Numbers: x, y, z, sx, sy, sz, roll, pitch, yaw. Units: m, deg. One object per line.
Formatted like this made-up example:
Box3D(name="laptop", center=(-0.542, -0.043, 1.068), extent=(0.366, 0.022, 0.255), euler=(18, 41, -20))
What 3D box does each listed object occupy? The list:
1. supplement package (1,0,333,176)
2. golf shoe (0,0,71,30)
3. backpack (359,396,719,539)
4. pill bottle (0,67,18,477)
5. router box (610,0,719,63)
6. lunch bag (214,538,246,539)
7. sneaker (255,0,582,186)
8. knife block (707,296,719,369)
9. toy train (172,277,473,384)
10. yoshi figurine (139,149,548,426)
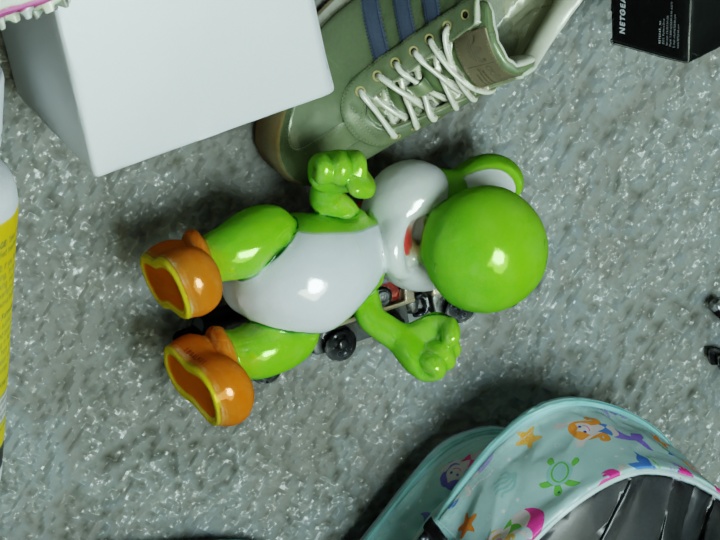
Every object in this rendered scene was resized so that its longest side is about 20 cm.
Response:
Box3D(name="supplement package", center=(-0.101, -0.163, 1.173), extent=(0.117, 0.117, 0.201), euler=(-21, 120, -18))
Box3D(name="golf shoe", center=(-0.096, -0.165, 1.071), extent=(0.200, 0.075, 0.092), euler=(-31, 107, -12))
Box3D(name="backpack", center=(0.097, 0.163, 1.406), extent=(0.177, 0.151, 0.200), euler=(28, 106, -41))
Box3D(name="pill bottle", center=(-0.209, 0.004, 1.199), extent=(0.114, 0.114, 0.201), euler=(-4, 115, -25))
Box3D(name="router box", center=(0.182, -0.216, 1.301), extent=(0.149, 0.051, 0.201), euler=(-27, 127, -44))
Box3D(name="lunch bag", center=(-0.120, 0.222, 1.370), extent=(0.199, 0.077, 0.161), euler=(-5, 116, -25))
Box3D(name="sneaker", center=(0.039, -0.110, 1.286), extent=(0.200, 0.090, 0.067), euler=(-45, 126, -1))
Box3D(name="knife block", center=(0.285, 0.048, 1.502), extent=(0.199, 0.064, 0.176), euler=(-7, 117, -24))
Box3D(name="toy train", center=(-0.001, 0.016, 1.361), extent=(0.199, 0.034, 0.046), euler=(-17, 107, -19))
Box3D(name="yoshi figurine", center=(0.006, -0.001, 1.286), extent=(0.200, 0.112, 0.112), euler=(-23, 159, -23))
